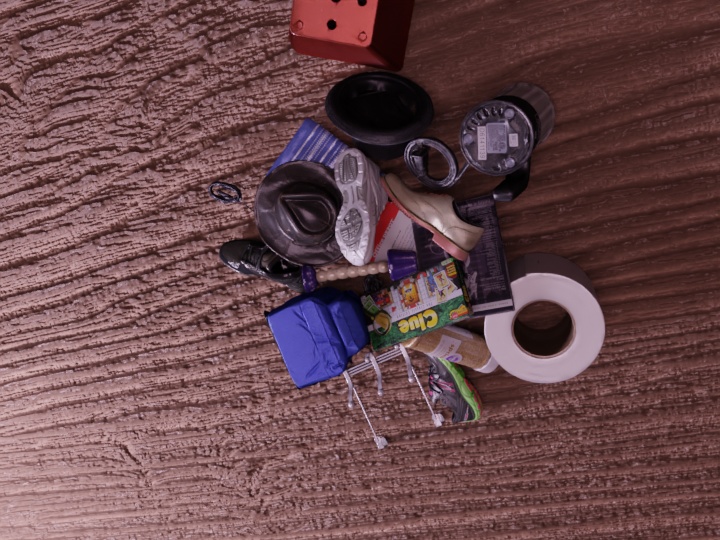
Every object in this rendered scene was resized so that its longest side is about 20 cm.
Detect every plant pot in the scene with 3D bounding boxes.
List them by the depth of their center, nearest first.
[{"bbox_3d":[-0.023,-0.444,1.212,0.200,0.176,0.200,13,107,8],"label":"plant pot"}]

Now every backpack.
[{"bbox_3d":[-0.064,0.115,1.368,0.168,0.200,0.163,-17,93,7],"label":"backpack"}]

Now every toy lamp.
[{"bbox_3d":[0.000,0.000,1.287,0.200,0.058,0.058,-11,103,5],"label":"toy lamp"}]

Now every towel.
[{"bbox_3d":[-0.060,-0.164,1.336,0.200,0.024,0.145,38,99,6],"label":"towel"}]

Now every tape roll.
[{"bbox_3d":[0.323,0.082,1.311,0.203,0.139,0.203,3,105,11],"label":"tape roll"}]

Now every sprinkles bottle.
[{"bbox_3d":[0.165,0.132,1.346,0.200,0.068,0.068,20,112,-29],"label":"sprinkles bottle"}]

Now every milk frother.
[{"bbox_3d":[0.200,-0.221,1.226,0.200,0.188,0.181,21,117,16],"label":"milk frother"}]

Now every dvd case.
[{"bbox_3d":[0.173,-0.017,1.260,0.149,0.016,0.200,-12,82,19],"label":"dvd case"}]

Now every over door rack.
[{"bbox_3d":[0.058,0.252,1.451,0.148,0.067,0.200,-25,99,18],"label":"over door rack"}]

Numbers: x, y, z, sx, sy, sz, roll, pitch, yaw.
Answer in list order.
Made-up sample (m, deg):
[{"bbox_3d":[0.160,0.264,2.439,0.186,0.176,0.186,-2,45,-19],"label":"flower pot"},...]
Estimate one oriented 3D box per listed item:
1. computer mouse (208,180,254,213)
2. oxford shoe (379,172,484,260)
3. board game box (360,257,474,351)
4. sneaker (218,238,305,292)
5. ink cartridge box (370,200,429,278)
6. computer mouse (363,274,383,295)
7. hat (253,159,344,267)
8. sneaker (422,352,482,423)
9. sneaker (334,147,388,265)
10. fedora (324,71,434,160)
[{"bbox_3d":[-0.196,-0.115,1.381,0.200,0.034,0.059,31,126,7],"label":"computer mouse"},{"bbox_3d":[0.121,-0.107,1.238,0.200,0.071,0.074,41,108,7],"label":"oxford shoe"},{"bbox_3d":[0.093,0.061,1.266,0.200,0.023,0.105,-25,73,31],"label":"board game box"},{"bbox_3d":[-0.186,-0.026,1.384,0.199,0.114,0.076,21,75,18],"label":"sneaker"},{"bbox_3d":[0.090,-0.046,1.336,0.200,0.067,0.116,29,97,18],"label":"ink cartridge box"},{"bbox_3d":[0.113,0.046,1.386,0.200,0.053,0.139,-21,79,17],"label":"computer mouse"},{"bbox_3d":[-0.097,-0.100,1.285,0.200,0.081,0.201,0,92,4],"label":"hat"},{"bbox_3d":[0.159,0.213,1.415,0.084,0.077,0.200,-29,97,13],"label":"sneaker"},{"bbox_3d":[0.013,-0.105,1.263,0.078,0.099,0.200,-5,81,40],"label":"sneaker"},{"bbox_3d":[0.031,-0.257,1.276,0.200,0.201,0.092,9,138,9],"label":"fedora"}]
